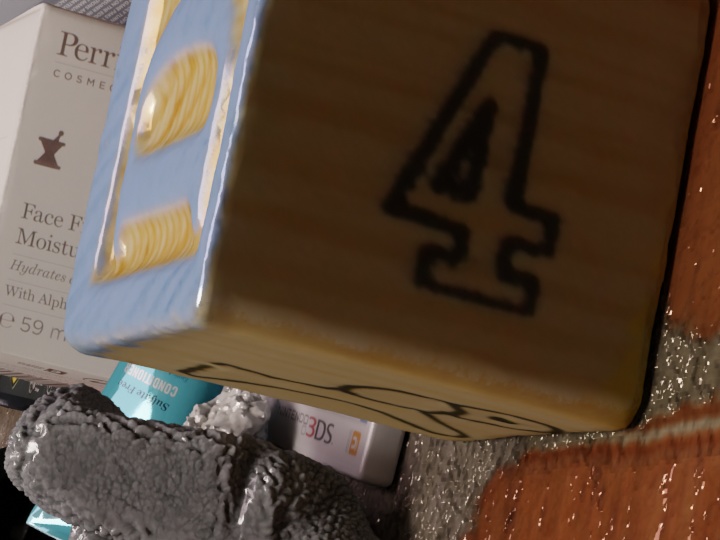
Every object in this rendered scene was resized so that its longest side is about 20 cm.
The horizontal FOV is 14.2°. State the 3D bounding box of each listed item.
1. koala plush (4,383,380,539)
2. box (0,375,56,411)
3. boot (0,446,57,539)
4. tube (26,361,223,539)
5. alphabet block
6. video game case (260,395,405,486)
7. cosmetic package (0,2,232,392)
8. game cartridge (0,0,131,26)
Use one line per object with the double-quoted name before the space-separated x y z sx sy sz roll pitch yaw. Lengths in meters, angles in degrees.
"koala plush" -0.077 0.144 1.437 0.200 0.183 0.179 -84 -3 -88
"box" -0.177 0.022 1.887 0.200 0.046 0.160 -175 100 -69
"boot" -0.201 0.149 1.649 0.168 0.076 0.201 118 168 -47
"tube" -0.104 0.061 1.548 0.077 0.050 0.201 24 86 32
"alphabet block" 0.007 -0.043 1.240 0.195 0.199 0.198 172 111 -67
"video game case" 0.000 0.000 1.479 0.182 0.022 0.201 -169 93 -69
"cosmetic package" -0.153 -0.032 1.696 0.165 0.164 0.201 173 109 -68
"game cartridge" -0.171 -0.147 1.804 0.199 0.133 0.041 -31 25 22
